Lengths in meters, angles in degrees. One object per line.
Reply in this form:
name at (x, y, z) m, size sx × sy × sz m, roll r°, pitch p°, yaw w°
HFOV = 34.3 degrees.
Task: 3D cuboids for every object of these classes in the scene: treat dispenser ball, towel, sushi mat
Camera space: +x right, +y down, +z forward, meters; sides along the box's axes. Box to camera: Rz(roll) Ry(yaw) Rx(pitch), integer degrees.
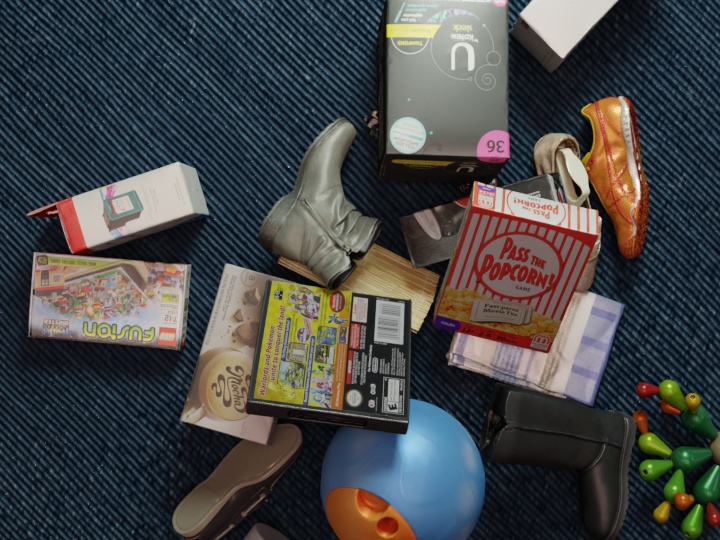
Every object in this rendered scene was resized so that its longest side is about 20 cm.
treat dispenser ball at (0.050, 0.256, 1.398) m, size 0.198 × 0.201 × 0.204 m, roll 0°, pitch 91°, yaw 2°
towel at (0.221, 0.079, 1.480) m, size 0.198 × 0.024 × 0.149 m, roll 18°, pitch 89°, yaw 0°
sushi mat at (0.000, 0.000, 1.464) m, size 0.198 × 0.012 × 0.096 m, roll 27°, pitch 50°, yaw 1°

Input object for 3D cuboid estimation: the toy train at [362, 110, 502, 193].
toy train at (0.093, -0.149, 1.475) m, size 0.199 × 0.034 × 0.046 m, roll 31°, pitch 88°, yaw 1°

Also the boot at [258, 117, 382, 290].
boot at (-0.025, -0.080, 1.435) m, size 0.130 × 0.068 × 0.201 m, roll 27°, pitch 76°, yaw 16°

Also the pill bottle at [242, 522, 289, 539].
pill bottle at (-0.155, 0.422, 1.450) m, size 0.114 × 0.114 × 0.201 m, roll 37°, pitch 92°, yaw 1°

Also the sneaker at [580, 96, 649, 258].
sneaker at (0.318, -0.114, 1.462) m, size 0.076 × 0.073 × 0.203 m, roll -9°, pitch 86°, yaw 24°

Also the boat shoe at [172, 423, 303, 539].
boat shoe at (-0.147, 0.274, 1.487) m, size 0.199 × 0.073 × 0.063 m, roll -40°, pitch 133°, yaw -4°

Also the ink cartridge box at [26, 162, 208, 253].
ink cartridge box at (-0.298, -0.070, 1.447) m, size 0.198 × 0.116 × 0.068 m, roll -18°, pitch 91°, yaw 3°

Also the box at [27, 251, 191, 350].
box at (-0.319, 0.038, 1.489) m, size 0.197 × 0.035 × 0.112 m, roll 4°, pitch 91°, yaw 2°

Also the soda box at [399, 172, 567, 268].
soda box at (0.153, -0.061, 1.428) m, size 0.198 × 0.063 × 0.072 m, roll -16°, pitch 90°, yaw 22°

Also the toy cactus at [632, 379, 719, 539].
toy cactus at (0.426, 0.226, 1.449) m, size 0.163 × 0.102 × 0.203 m, roll -12°, pitch 82°, yaw -8°

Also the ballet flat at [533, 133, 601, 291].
ballet flat at (0.262, -0.074, 1.445) m, size 0.067 × 0.067 × 0.203 m, roll -16°, pitch 89°, yaw -30°

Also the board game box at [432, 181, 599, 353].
board game box at (0.181, 0.000, 1.385) m, size 0.149 × 0.047 × 0.201 m, roll 13°, pitch 132°, yaw -1°

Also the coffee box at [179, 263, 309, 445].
coffee box at (-0.139, 0.105, 1.448) m, size 0.112 × 0.080 × 0.203 m, roll 16°, pitch 82°, yaw 3°

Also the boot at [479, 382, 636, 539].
boot at (0.235, 0.236, 1.419) m, size 0.198 × 0.065 × 0.167 m, roll 15°, pitch 79°, yaw -29°

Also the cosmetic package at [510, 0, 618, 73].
cosmetic package at (0.281, -0.348, 1.429) m, size 0.081 × 0.113 × 0.200 m, roll 42°, pitch 93°, yaw 1°

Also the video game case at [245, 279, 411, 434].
video game case at (-0.031, 0.096, 1.340) m, size 0.178 × 0.201 × 0.026 m, roll 8°, pitch 131°, yaw -3°

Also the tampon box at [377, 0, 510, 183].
tampon box at (0.097, -0.218, 1.407) m, size 0.148 × 0.126 × 0.203 m, roll 0°, pitch 80°, yaw -4°
